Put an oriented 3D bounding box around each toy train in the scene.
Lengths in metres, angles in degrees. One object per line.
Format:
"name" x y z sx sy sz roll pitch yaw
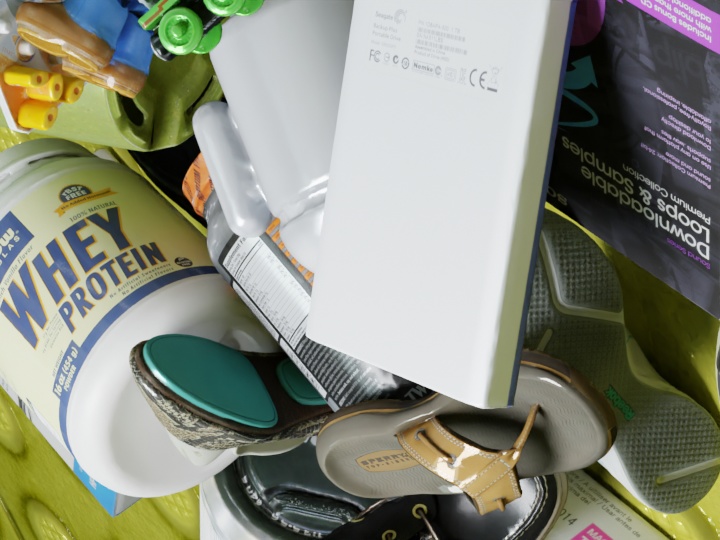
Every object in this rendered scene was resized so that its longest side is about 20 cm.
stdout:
"toy train" -0.032 -0.175 1.179 0.057 0.200 0.042 53 -164 5

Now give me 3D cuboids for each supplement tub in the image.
"supplement tub" -0.150 0.023 1.490 0.200 0.144 0.146 41 153 39
"supplement tub" 0.000 0.000 1.383 0.200 0.122 0.123 50 155 12

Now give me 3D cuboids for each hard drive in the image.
"hard drive" 0.036 -0.052 1.157 0.132 0.025 0.202 20 105 48

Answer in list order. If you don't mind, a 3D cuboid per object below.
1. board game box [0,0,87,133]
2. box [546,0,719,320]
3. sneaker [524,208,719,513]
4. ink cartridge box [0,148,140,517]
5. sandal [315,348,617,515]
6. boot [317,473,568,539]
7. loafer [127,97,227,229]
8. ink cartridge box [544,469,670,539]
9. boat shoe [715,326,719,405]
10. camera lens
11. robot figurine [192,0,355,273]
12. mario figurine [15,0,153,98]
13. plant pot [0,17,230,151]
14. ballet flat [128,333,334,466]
"board game box" -0.138 -0.204 1.293 0.026 0.200 0.201 12 133 38
"box" 0.124 -0.086 1.157 0.143 0.036 0.201 37 151 35
"sneaker" 0.106 0.042 1.283 0.201 0.070 0.080 55 168 -30
"ink cartridge box" -0.170 0.039 1.708 0.200 0.146 0.084 47 155 16
"sandal" 0.047 0.091 1.260 0.199 0.055 0.082 -15 130 42
"boot" 0.008 0.161 1.356 0.199 0.150 0.074 -32 83 31
"loafer" -0.077 -0.045 1.530 0.200 0.073 0.073 39 156 33
"ink cartridge box" 0.135 0.208 1.456 0.200 0.075 0.165 39 150 32
"boat shoe" 0.191 0.044 1.142 0.071 0.066 0.202 19 142 13
"camera lens" -0.021 0.161 1.573 0.160 0.160 0.201 43 152 24
"robot figurine" -0.004 -0.078 1.277 0.169 0.113 0.201 -23 85 23
"mario figurine" -0.110 -0.194 1.267 0.105 0.201 0.123 28 173 -10
"plant pot" -0.175 -0.151 1.464 0.189 0.200 0.201 22 141 32
"ballet flat" -0.060 0.077 1.415 0.075 0.199 0.068 -50 56 32
